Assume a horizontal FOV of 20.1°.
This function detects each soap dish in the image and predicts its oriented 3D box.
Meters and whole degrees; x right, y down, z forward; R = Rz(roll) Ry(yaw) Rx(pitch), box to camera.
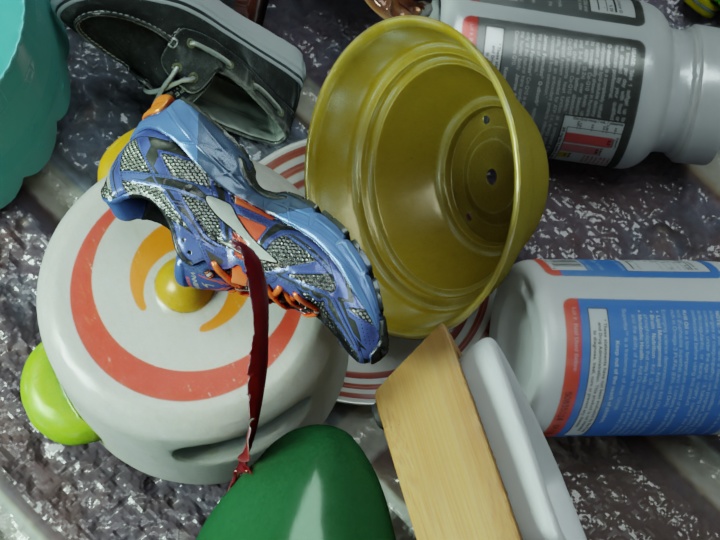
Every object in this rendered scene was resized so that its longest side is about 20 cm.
[{"bbox_3d":[0.080,0.145,1.167,0.081,0.200,0.157,-22,54,7],"label":"soap dish"}]

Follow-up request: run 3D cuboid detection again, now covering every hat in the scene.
[{"bbox_3d":[-0.030,0.096,1.152,0.166,0.200,0.176,7,78,-20],"label":"hat"}]

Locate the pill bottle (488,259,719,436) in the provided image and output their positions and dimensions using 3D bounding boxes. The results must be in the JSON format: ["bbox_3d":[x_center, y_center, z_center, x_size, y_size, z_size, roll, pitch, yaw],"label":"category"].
[{"bbox_3d":[0.191,0.049,1.283,0.200,0.112,0.112,1,62,-15],"label":"pill bottle"}]

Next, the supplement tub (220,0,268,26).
[{"bbox_3d":[-0.156,-0.224,1.379,0.200,0.107,0.107,12,61,-2],"label":"supplement tub"}]

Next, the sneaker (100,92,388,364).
[{"bbox_3d":[-0.064,-0.010,1.131,0.200,0.075,0.078,39,75,19],"label":"sneaker"}]

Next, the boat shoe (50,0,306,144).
[{"bbox_3d":[-0.112,-0.137,1.320,0.200,0.072,0.071,18,60,-37],"label":"boat shoe"}]

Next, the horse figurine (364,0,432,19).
[{"bbox_3d":[-0.011,-0.250,1.372,0.200,0.050,0.133,55,31,-7],"label":"horse figurine"}]

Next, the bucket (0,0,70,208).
[{"bbox_3d":[-0.286,-0.138,1.269,0.207,0.135,0.207,0,74,1],"label":"bucket"}]

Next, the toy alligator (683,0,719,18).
[{"bbox_3d":[0.300,-0.185,1.466,0.200,0.059,0.054,41,23,13],"label":"toy alligator"}]

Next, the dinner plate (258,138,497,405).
[{"bbox_3d":[0.000,0.000,1.332,0.200,0.024,0.200,4,61,-7],"label":"dinner plate"}]

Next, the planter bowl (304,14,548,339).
[{"bbox_3d":[0.058,-0.058,1.277,0.083,0.200,0.200,-2,59,-40],"label":"planter bowl"}]

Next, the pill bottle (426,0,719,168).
[{"bbox_3d":[0.144,-0.130,1.373,0.200,0.116,0.116,8,61,-5],"label":"pill bottle"}]

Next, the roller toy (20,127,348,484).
[{"bbox_3d":[-0.097,0.025,1.218,0.182,0.140,0.200,21,72,9],"label":"roller toy"}]
